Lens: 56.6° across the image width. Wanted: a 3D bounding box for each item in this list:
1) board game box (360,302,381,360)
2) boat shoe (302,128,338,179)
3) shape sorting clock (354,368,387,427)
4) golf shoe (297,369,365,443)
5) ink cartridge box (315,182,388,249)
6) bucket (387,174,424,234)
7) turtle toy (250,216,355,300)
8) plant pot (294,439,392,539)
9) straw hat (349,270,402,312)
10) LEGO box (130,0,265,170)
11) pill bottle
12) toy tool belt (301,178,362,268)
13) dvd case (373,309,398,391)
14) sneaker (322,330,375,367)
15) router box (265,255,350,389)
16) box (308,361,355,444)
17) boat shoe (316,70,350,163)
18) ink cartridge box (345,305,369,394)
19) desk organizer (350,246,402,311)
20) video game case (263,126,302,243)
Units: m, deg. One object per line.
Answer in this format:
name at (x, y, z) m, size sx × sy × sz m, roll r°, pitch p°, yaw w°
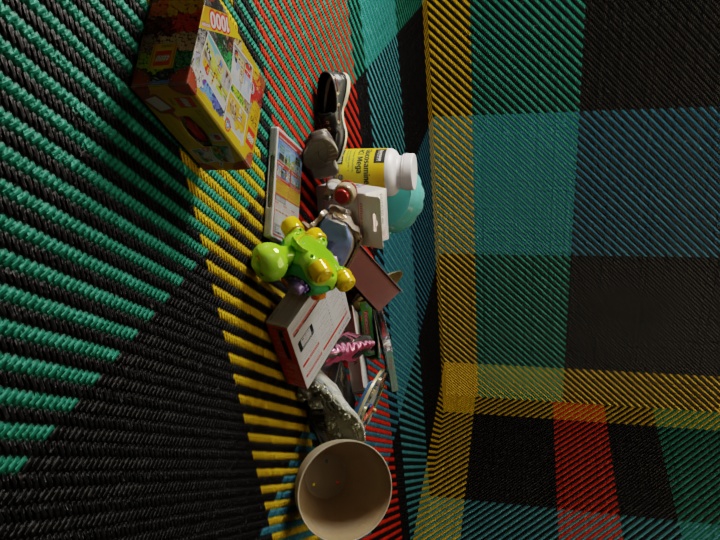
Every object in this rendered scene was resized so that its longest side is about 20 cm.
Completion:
board game box at (0.028, 0.163, 1.764) m, size 0.200 × 0.029 × 0.135 m, roll 62°, pitch 22°, yaw -77°
boat shoe at (-0.087, -0.249, 1.369) m, size 0.200 × 0.074 × 0.074 m, roll 99°, pitch -24°, yaw -78°
shape sorting clock at (0.020, 0.330, 1.617) m, size 0.200 × 0.039 × 0.200 m, roll -58°, pitch 167°, yaw -21°
golf shoe at (-0.050, 0.284, 1.422) m, size 0.200 × 0.078 × 0.097 m, roll 56°, pitch 19°, yaw -19°
ink cartridge box at (-0.004, -0.122, 1.441) m, size 0.068 × 0.200 × 0.116 m, roll -21°, pitch 116°, yaw -40°
bucket at (0.056, -0.194, 1.703) m, size 0.135 × 0.206 × 0.208 m, roll -10°, pitch 101°, yaw -74°
turtle toy at (-0.109, -0.013, 1.180) m, size 0.200 × 0.101 × 0.146 m, roll 22°, pitch 28°, yaw -56°
plant pot at (-0.051, 0.441, 1.386) m, size 0.134 × 0.199 × 0.201 m, roll 174°, pitch -81°, yaw -69°
straw hat at (0.012, 0.031, 1.746) m, size 0.085 × 0.201 × 0.201 m, roll 52°, pitch 7°, yaw 13°
LEGO box at (-0.203, -0.245, 0.875) m, size 0.200 × 0.077 × 0.150 m, roll 58°, pitch 36°, yaw -66°
pill bottle at (0.029, -0.230, 1.570) m, size 0.112 × 0.199 × 0.113 m, roll 1°, pitch 90°, yaw -76°
toy tool belt at (-0.061, -0.075, 1.365) m, size 0.123 × 0.124 × 0.201 m, roll -54°, pitch 163°, yaw -57°
dvd case at (0.062, 0.184, 1.692) m, size 0.200 × 0.022 × 0.146 m, roll -105°, pitch -176°, yaw -50°
sneaker at (-0.045, 0.152, 1.475) m, size 0.200 × 0.079 × 0.096 m, roll 3°, pitch 48°, yaw -56°
router box at (-0.095, 0.097, 1.305) m, size 0.200 × 0.049 × 0.180 m, roll -57°, pitch 149°, yaw -39°
box at (-0.062, 0.323, 1.560) m, size 0.200 × 0.048 × 0.159 m, roll 76°, pitch 21°, yaw -48°
boat shoe at (-0.068, -0.333, 1.462) m, size 0.063 × 0.073 × 0.202 m, roll -9°, pitch 109°, yaw -47°
ink cartridge box at (-0.015, 0.199, 1.638) m, size 0.174 × 0.043 × 0.201 m, roll 59°, pitch 22°, yaw -75°
desk organizer at (0.000, 0.000, 1.594) m, size 0.200 × 0.077 × 0.072 m, roll 48°, pitch -6°, yaw -12°
video game case at (-0.143, -0.150, 1.254) m, size 0.143 × 0.017 × 0.201 m, roll 28°, pitch 65°, yaw -75°
